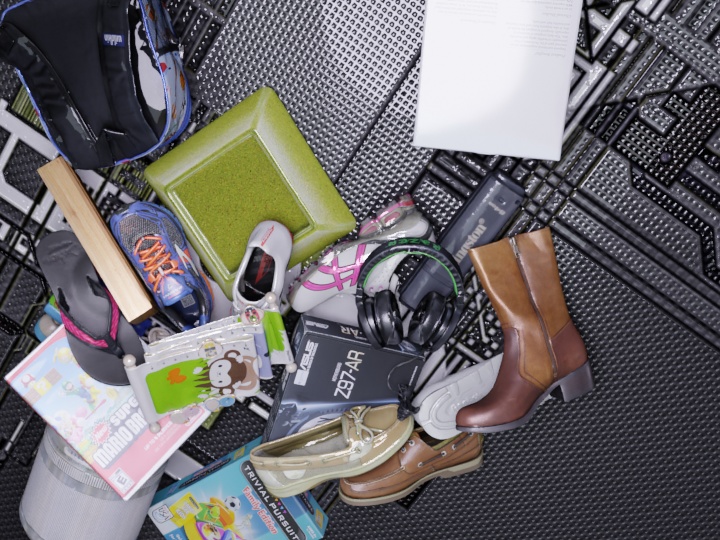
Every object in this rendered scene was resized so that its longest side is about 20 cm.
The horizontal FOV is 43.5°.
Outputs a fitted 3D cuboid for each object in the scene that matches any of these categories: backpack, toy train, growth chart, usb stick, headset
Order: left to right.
[{"bbox_3d":[-0.280,-0.214,0.997,0.197,0.154,0.193,-12,99,18],"label":"backpack"},{"bbox_3d":[-0.315,0.094,1.148,0.200,0.085,0.116,41,120,-8],"label":"toy train"},{"bbox_3d":[-0.168,0.110,1.026,0.198,0.018,0.146,-22,132,-3],"label":"growth chart"},{"bbox_3d":[0.053,0.065,1.020,0.122,0.094,0.203,3,117,3],"label":"headset"},{"bbox_3d":[0.118,-0.029,1.065,0.055,0.033,0.201,35,109,-4],"label":"usb stick"}]

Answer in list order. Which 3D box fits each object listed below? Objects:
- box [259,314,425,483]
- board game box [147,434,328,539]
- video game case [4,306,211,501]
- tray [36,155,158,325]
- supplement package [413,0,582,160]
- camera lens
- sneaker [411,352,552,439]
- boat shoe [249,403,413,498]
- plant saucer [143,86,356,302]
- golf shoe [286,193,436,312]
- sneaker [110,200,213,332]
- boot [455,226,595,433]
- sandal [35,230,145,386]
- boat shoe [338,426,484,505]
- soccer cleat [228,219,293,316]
[{"bbox_3d":[-0.026,0.167,1.124,0.158,0.044,0.202,14,111,-16],"label":"box"},{"bbox_3d":[-0.167,0.330,1.220,0.199,0.047,0.152,-30,102,16],"label":"board game box"},{"bbox_3d":[-0.294,0.148,1.062,0.200,0.017,0.143,46,70,-5],"label":"video game case"},{"bbox_3d":[-0.306,-0.032,1.067,0.037,0.099,0.201,-32,90,-10],"label":"tray"},{"bbox_3d":[0.140,-0.234,0.929,0.149,0.151,0.203,6,109,5],"label":"supplement package"},{"bbox_3d":[-0.338,0.259,1.159,0.158,0.160,0.202,25,110,-1],"label":"camera lens"},{"bbox_3d":[0.155,0.139,1.100,0.197,0.080,0.077,-17,92,-7],"label":"sneaker"},{"bbox_3d":[-0.033,0.205,1.077,0.198,0.074,0.064,-22,121,9],"label":"boat shoe"},{"bbox_3d":[-0.138,-0.080,1.076,0.199,0.048,0.201,-30,102,16],"label":"plant saucer"},{"bbox_3d":[0.000,0.000,1.064,0.199,0.073,0.093,-35,90,18],"label":"golf shoe"},{"bbox_3d":[-0.225,0.000,1.067,0.075,0.079,0.201,-30,127,1],"label":"sneaker"},{"bbox_3d":[0.165,0.068,1.026,0.186,0.068,0.203,-20,95,-10],"label":"boot"},{"bbox_3d":[-0.315,0.045,1.040,0.075,0.045,0.202,-29,89,-21],"label":"sandal"},{"bbox_3d":[0.061,0.225,1.110,0.198,0.072,0.069,-16,117,-24],"label":"boat shoe"},{"bbox_3d":[-0.122,0.039,1.044,0.068,0.085,0.202,18,114,7],"label":"soccer cleat"}]
